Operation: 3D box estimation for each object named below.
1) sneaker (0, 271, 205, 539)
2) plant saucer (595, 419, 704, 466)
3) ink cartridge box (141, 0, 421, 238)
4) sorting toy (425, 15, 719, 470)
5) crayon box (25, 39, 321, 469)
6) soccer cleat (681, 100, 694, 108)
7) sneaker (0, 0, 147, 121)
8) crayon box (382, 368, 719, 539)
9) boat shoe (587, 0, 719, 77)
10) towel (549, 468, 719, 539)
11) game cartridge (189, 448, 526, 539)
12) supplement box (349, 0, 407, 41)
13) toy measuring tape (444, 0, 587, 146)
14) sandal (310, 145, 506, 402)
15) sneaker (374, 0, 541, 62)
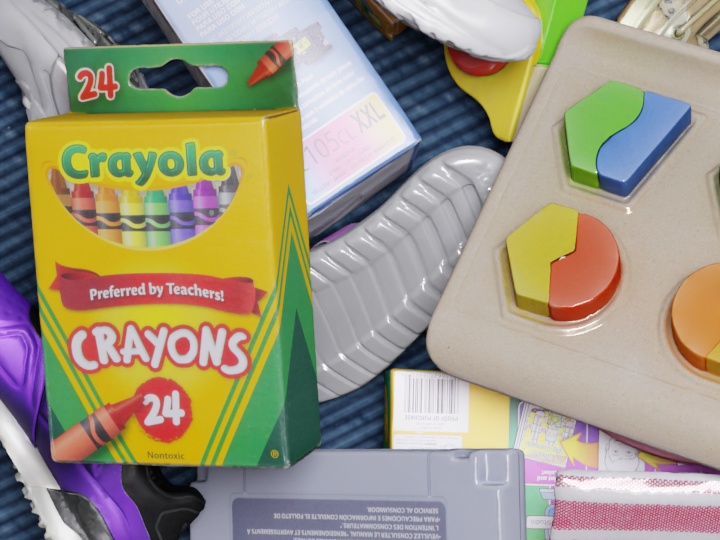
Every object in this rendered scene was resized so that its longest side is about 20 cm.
[{"bbox_3d":[-0.146,0.060,1.142,0.099,0.070,0.200,-28,91,3],"label":"sneaker"},{"bbox_3d":[0.176,0.024,1.117,0.200,0.051,0.201,1,49,-1],"label":"plant saucer"},{"bbox_3d":[-0.055,-0.121,1.121,0.076,0.136,0.200,-35,88,-4],"label":"ink cartridge box"},{"bbox_3d":[0.149,-0.018,1.057,0.185,0.036,0.200,19,72,18],"label":"sorting toy"},{"bbox_3d":[-0.091,-0.008,1.049,0.127,0.051,0.201,-1,99,19],"label":"crayon box"},{"bbox_3d":[0.214,-0.058,1.123,0.199,0.076,0.067,-13,70,9],"label":"soccer cleat"},{"bbox_3d":[-0.144,-0.060,1.144,0.099,0.078,0.200,-42,82,9],"label":"sneaker"},{"bbox_3d":[0.111,0.113,1.148,0.199,0.058,0.119,2,87,0],"label":"crayon box"},{"bbox_3d":[0.179,-0.137,1.154,0.063,0.073,0.200,37,87,4],"label":"boat shoe"},{"bbox_3d":[0.161,0.171,1.102,0.146,0.030,0.200,2,129,0],"label":"towel"},{"bbox_3d":[-0.002,0.156,1.109,0.200,0.041,0.134,-3,83,37],"label":"game cartridge"},{"bbox_3d":[0.066,-0.216,1.162,0.069,0.067,0.200,43,87,2],"label":"supplement box"},{"bbox_3d":[0.070,-0.087,1.165,0.073,0.074,0.200,15,105,1],"label":"toy measuring tape"},{"bbox_3d":[0.004,0.006,1.157,0.202,0.050,0.083,-33,107,15],"label":"sandal"},{"bbox_3d":[0.023,-0.187,1.081,0.200,0.078,0.099,43,102,5],"label":"sneaker"}]
